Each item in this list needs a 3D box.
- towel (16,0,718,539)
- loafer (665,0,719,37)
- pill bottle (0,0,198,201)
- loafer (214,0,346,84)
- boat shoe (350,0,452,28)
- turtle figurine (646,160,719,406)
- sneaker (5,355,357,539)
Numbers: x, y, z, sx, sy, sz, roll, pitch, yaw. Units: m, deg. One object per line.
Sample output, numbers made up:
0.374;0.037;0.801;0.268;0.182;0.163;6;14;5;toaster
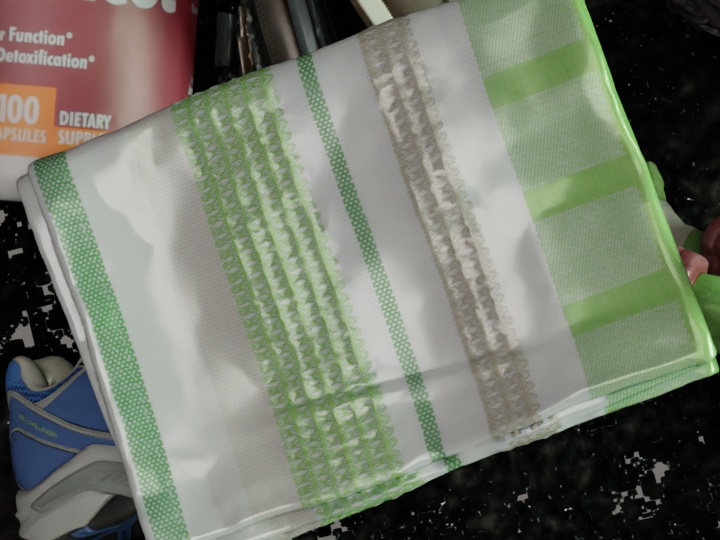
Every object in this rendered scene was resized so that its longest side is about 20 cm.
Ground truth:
0.000;0.000;0.876;0.199;0.031;0.150;-21;88;9;towel
0.144;-0.098;0.987;0.200;0.072;0.063;33;129;0;loafer
-0.112;-0.124;0.959;0.112;0.113;0.201;3;91;-1;pill bottle
-0.024;-0.038;0.985;0.063;0.072;0.201;-18;94;8;loafer
0.016;-0.114;0.933;0.059;0.200;0.072;-37;46;5;boat shoe
0.161;-0.015;0.920;0.193;0.200;0.144;16;52;31;turtle figurine
-0.052;0.038;0.956;0.199;0.076;0.077;-24;76;25;sneaker
